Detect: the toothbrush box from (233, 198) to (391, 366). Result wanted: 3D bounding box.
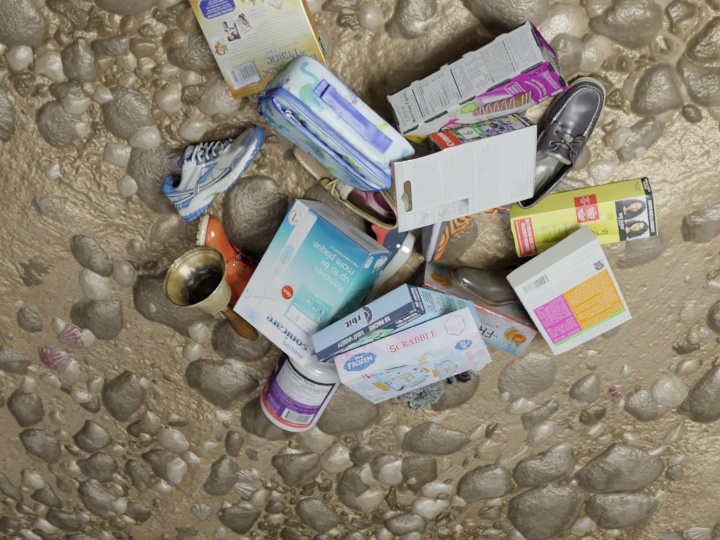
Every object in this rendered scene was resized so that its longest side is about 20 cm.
[{"bbox_3d":[-0.073,0.017,1.229,0.146,0.085,0.200,38,107,19],"label":"toothbrush box"}]

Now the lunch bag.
[{"bbox_3d":[-0.034,-0.185,1.070,0.200,0.161,0.083,38,82,-19],"label":"lunch bag"}]

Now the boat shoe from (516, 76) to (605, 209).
[{"bbox_3d":[0.271,-0.167,1.133,0.072,0.065,0.200,25,124,-9],"label":"boat shoe"}]

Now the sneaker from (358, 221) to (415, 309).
[{"bbox_3d":[0.000,0.000,1.290,0.084,0.075,0.200,33,117,-7],"label":"sneaker"}]

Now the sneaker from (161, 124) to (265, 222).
[{"bbox_3d":[-0.221,-0.153,1.212,0.085,0.077,0.200,43,119,-15],"label":"sneaker"}]

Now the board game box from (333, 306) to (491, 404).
[{"bbox_3d":[0.083,0.129,1.205,0.199,0.041,0.200,-21,159,7],"label":"board game box"}]

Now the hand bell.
[{"bbox_3d":[-0.210,0.059,1.287,0.104,0.104,0.200,-11,145,16],"label":"hand bell"}]

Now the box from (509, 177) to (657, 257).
[{"bbox_3d":[0.320,-0.076,1.197,0.199,0.050,0.075,-8,124,15],"label":"box"}]

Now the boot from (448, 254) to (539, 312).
[{"bbox_3d":[0.231,0.003,1.238,0.199,0.075,0.097,13,128,-28],"label":"boot"}]

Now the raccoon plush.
[{"bbox_3d":[0.084,0.150,1.329,0.134,0.097,0.200,15,137,-39],"label":"raccoon plush"}]

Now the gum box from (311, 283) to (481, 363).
[{"bbox_3d":[0.055,0.086,1.198,0.170,0.045,0.200,-30,157,27],"label":"gum box"}]

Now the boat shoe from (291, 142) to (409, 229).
[{"bbox_3d":[-0.014,-0.131,1.198,0.200,0.066,0.074,32,123,-13],"label":"boat shoe"}]

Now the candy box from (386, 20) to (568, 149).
[{"bbox_3d":[0.152,-0.228,1.064,0.200,0.136,0.061,-24,77,23],"label":"candy box"}]

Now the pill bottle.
[{"bbox_3d":[-0.084,0.167,1.388,0.111,0.112,0.200,24,124,-9],"label":"pill bottle"}]

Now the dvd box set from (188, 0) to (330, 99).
[{"bbox_3d":[-0.141,-0.339,1.095,0.146,0.029,0.200,-14,120,17],"label":"dvd box set"}]

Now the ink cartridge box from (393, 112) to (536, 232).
[{"bbox_3d":[0.130,-0.128,1.081,0.199,0.050,0.109,-16,127,-14],"label":"ink cartridge box"}]

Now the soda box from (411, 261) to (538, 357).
[{"bbox_3d":[0.176,0.060,1.301,0.200,0.068,0.064,24,125,-7],"label":"soda box"}]

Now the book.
[{"bbox_3d":[0.308,0.037,1.217,0.133,0.048,0.200,-32,136,7],"label":"book"}]

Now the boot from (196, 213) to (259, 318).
[{"bbox_3d":[-0.198,-0.010,1.312,0.107,0.075,0.200,-4,132,7],"label":"boot"}]

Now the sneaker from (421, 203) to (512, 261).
[{"bbox_3d":[0.157,-0.084,1.202,0.112,0.078,0.200,5,138,-10],"label":"sneaker"}]
